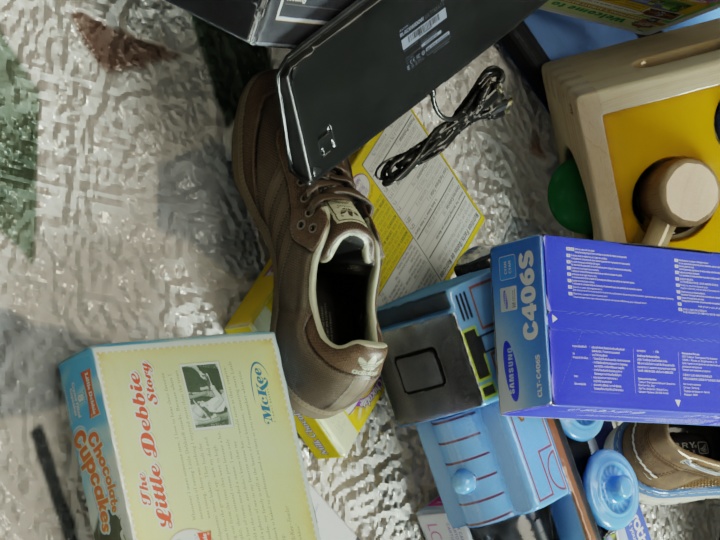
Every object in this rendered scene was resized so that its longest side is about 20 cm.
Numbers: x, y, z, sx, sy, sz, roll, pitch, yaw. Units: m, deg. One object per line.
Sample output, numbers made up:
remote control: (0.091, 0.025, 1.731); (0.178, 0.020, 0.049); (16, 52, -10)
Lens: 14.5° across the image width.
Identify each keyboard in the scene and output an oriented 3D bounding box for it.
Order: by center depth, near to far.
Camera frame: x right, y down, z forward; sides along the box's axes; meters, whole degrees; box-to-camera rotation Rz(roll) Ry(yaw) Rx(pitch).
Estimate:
keyboard: (0.032, -0.109, 1.501); (0.200, 0.021, 0.128); (-38, 134, -30)

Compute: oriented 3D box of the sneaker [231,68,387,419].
sneaker: (-0.016, -0.025, 1.511); (0.070, 0.075, 0.201); (3, 66, -33)

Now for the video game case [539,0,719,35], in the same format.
video game case: (0.144, -0.185, 1.643); (0.199, 0.182, 0.022); (10, 75, -31)

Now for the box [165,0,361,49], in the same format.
box: (-0.009, -0.224, 1.489); (0.200, 0.123, 0.199); (0, 112, -53)

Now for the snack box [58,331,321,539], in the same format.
snack box: (-0.077, 0.133, 1.424); (0.116, 0.037, 0.201); (-3, 75, -39)

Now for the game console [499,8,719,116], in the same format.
game console: (0.181, -0.177, 1.779); (0.200, 0.118, 0.171); (51, 47, -31)

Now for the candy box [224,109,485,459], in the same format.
candy box: (0.000, 0.000, 1.595); (0.102, 0.026, 0.200); (57, 45, -28)

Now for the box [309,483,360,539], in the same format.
box: (-0.021, 0.207, 1.523); (0.200, 0.041, 0.119); (52, 48, -34)

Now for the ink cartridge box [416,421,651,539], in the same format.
ink cartridge box: (0.117, 0.156, 1.703); (0.200, 0.042, 0.120); (-34, 109, -50)

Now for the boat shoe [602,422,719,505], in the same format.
boat shoe: (0.249, 0.103, 1.728); (0.199, 0.072, 0.073); (-10, 75, -29)

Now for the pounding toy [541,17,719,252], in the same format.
pounding toy: (0.193, -0.037, 1.710); (0.142, 0.199, 0.185); (-120, -164, -72)

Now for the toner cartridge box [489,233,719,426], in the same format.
toner cartridge box: (0.160, 0.036, 1.585); (0.199, 0.043, 0.096); (6, 76, -40)

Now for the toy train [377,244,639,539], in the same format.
toy train: (0.081, 0.088, 1.588); (0.114, 0.086, 0.201); (-21, 94, -46)
